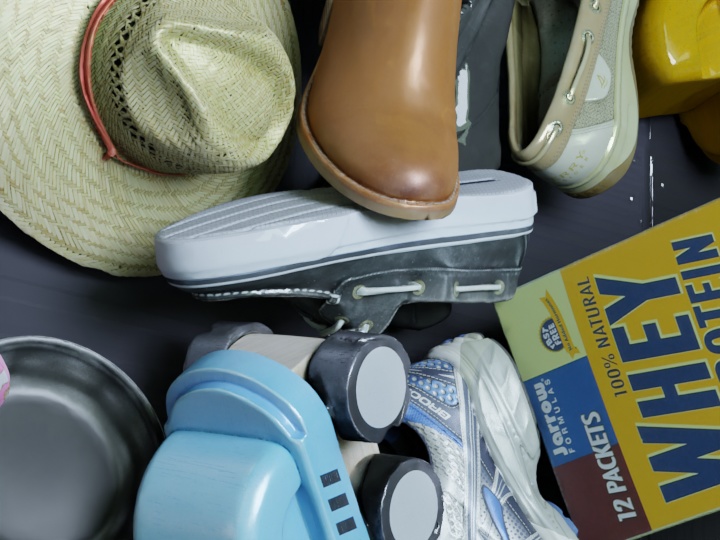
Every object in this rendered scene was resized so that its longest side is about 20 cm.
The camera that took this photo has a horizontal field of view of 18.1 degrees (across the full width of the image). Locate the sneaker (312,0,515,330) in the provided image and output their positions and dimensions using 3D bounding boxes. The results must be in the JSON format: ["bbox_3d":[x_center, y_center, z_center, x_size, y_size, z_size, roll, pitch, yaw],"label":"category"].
[{"bbox_3d":[0.037,-0.060,1.148,0.091,0.076,0.201,35,68,-25],"label":"sneaker"}]

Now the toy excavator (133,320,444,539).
[{"bbox_3d":[-0.055,0.143,0.982,0.200,0.099,0.196,-40,124,-42],"label":"toy excavator"}]

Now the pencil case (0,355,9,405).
[{"bbox_3d":[-0.223,0.094,0.908,0.082,0.087,0.201,26,64,16],"label":"pencil case"}]

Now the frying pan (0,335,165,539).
[{"bbox_3d":[-0.170,0.063,0.993,0.189,0.031,0.115,34,53,-6],"label":"frying pan"}]

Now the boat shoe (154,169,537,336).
[{"bbox_3d":[0.000,0.000,1.037,0.199,0.072,0.072,-8,104,-29],"label":"boat shoe"}]

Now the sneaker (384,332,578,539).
[{"bbox_3d":[0.055,0.136,1.095,0.085,0.077,0.201,-17,76,-25],"label":"sneaker"}]

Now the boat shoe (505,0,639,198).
[{"bbox_3d":[0.103,-0.138,1.197,0.063,0.073,0.202,22,60,-41],"label":"boat shoe"}]

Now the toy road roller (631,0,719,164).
[{"bbox_3d":[0.198,-0.157,1.247,0.145,0.123,0.202,-9,79,-22],"label":"toy road roller"}]

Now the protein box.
[{"bbox_3d":[0.214,0.031,1.114,0.198,0.199,0.136,-10,78,-52],"label":"protein box"}]

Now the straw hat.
[{"bbox_3d":[-0.077,-0.086,1.022,0.200,0.085,0.203,-9,105,-37],"label":"straw hat"}]

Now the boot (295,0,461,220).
[{"bbox_3d":[0.030,-0.131,1.025,0.076,0.156,0.201,15,37,-10],"label":"boot"}]
